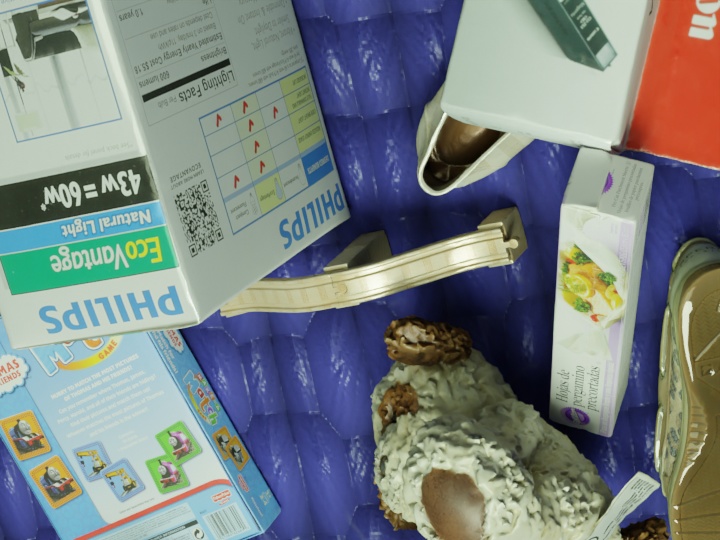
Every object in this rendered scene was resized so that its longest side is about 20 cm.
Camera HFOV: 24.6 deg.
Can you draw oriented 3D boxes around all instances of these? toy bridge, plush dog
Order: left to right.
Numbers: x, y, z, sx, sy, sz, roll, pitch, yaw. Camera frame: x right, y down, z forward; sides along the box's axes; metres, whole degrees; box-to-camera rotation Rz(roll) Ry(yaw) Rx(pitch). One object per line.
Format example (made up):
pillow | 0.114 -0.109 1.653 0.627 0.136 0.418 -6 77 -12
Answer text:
toy bridge | 0.000 0.000 0.957 0.199 0.067 0.027 -11 104 26
plush dog | 0.066 0.111 0.926 0.172 0.159 0.201 54 150 36

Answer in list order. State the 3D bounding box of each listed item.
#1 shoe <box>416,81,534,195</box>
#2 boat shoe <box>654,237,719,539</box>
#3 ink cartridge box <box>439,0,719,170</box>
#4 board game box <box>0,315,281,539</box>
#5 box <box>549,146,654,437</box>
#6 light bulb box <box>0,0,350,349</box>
shoe | 0.097 -0.113 0.882 0.070 0.053 0.200 43 119 3
boat shoe | 0.200 0.082 0.914 0.073 0.063 0.202 -4 112 -3
ink cartridge box | 0.146 -0.156 0.811 0.172 0.044 0.202 13 90 19
board game box | -0.163 0.103 1.080 0.151 0.037 0.201 -25 99 28
box | 0.125 0.017 0.869 0.038 0.042 0.201 15 147 15
light bulb box | -0.119 -0.087 0.900 0.124 0.198 0.202 -9 104 27
